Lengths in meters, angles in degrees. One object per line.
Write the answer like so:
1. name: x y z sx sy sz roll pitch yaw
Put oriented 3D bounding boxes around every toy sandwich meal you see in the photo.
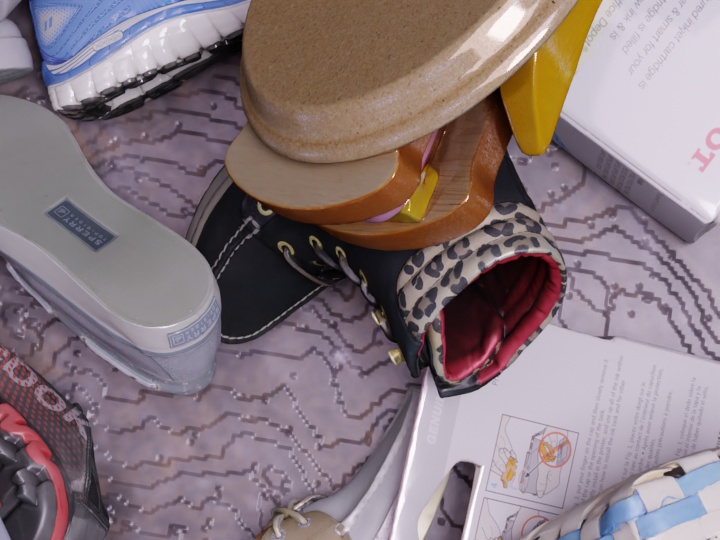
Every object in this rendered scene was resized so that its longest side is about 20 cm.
1. toy sandwich meal: 0.033 -0.101 0.778 0.205 0.205 0.070 -48 126 -2

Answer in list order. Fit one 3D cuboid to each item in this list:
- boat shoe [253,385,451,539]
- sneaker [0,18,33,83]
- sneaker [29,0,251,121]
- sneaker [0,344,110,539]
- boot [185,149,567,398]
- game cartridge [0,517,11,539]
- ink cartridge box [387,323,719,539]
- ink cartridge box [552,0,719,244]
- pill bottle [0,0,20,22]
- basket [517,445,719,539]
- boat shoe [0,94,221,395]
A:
1. boat shoe: -0.018 0.137 0.896 0.068 0.075 0.201 27 87 0
2. sneaker: -0.259 -0.135 0.936 0.198 0.074 0.117 -5 87 4
3. sneaker: -0.069 -0.149 0.925 0.198 0.079 0.090 -24 86 1
4. sneaker: -0.181 0.066 0.915 0.071 0.098 0.201 -45 60 10
5. boot: -0.001 -0.001 0.847 0.204 0.073 0.155 -46 43 27
6. game cartridge: -0.202 0.170 0.858 0.040 0.200 0.134 -15 77 -43
7. ink cartridge box: 0.091 0.128 0.884 0.174 0.045 0.202 14 85 -12
8. ink cartridge box: 0.123 -0.131 0.909 0.199 0.086 0.148 39 87 5
9. pill bottle: -0.138 -0.209 0.885 0.112 0.113 0.201 31 63 5
10. basket: 0.149 0.178 0.790 0.138 0.176 0.201 -23 80 -26
11. boat shoe: -0.138 -0.009 0.911 0.070 0.072 0.200 -34 54 -26
